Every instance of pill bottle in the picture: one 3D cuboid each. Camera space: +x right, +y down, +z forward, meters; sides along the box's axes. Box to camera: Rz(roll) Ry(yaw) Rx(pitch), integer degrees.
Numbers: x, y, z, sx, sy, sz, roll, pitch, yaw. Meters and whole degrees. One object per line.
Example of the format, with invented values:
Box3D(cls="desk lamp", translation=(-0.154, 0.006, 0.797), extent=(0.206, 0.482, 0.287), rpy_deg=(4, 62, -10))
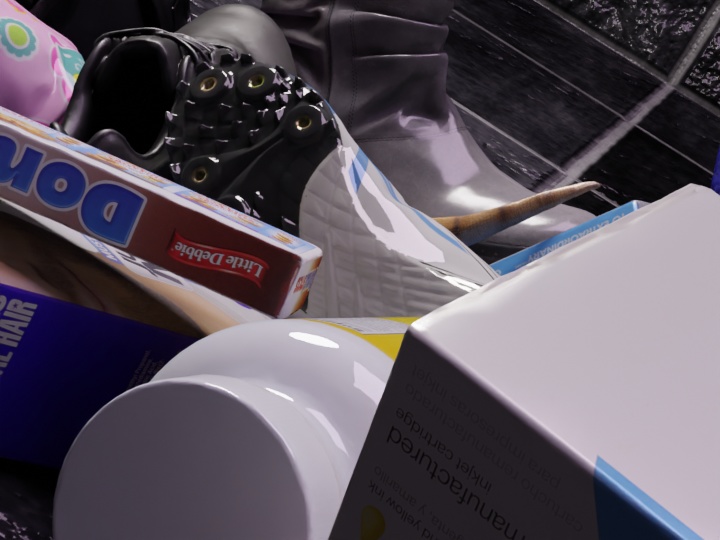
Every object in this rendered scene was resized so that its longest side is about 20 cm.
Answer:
Box3D(cls="pill bottle", translation=(-0.008, 0.070, 0.779), extent=(0.112, 0.112, 0.200), rpy_deg=(36, 14, 20))

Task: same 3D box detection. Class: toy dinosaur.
Box3D(cls="toy dinosaur", translation=(-0.014, -0.015, 1.057), extent=(0.200, 0.106, 0.060), rpy_deg=(17, -4, 34))

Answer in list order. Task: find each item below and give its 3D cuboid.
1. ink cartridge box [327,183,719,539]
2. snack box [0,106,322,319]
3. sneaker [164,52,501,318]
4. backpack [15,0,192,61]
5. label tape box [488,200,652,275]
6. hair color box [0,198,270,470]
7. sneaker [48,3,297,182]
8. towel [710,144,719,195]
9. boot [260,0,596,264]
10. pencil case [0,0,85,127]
Box3D(cls="ink cartridge box", translation=(0.067, 0.106, 0.660), extent=(0.129, 0.200, 0.125), rpy_deg=(38, 38, 25))
Box3D(cls="snack box", translation=(-0.109, -0.036, 0.818), extent=(0.200, 0.024, 0.072), rpy_deg=(24, 3, 3))
Box3D(cls="sneaker", translation=(0.000, 0.000, 0.941), extent=(0.200, 0.072, 0.072), rpy_deg=(46, -6, 21))
Box3D(cls="backpack", translation=(-0.166, -0.181, 1.171), extent=(0.154, 0.191, 0.200), rpy_deg=(7, 5, 17))
Box3D(cls="label tape box", translation=(0.076, 0.026, 1.056), extent=(0.200, 0.143, 0.066), rpy_deg=(11, 58, -59))
Box3D(cls="hair color box", translation=(-0.116, 0.013, 0.856), extent=(0.200, 0.065, 0.109), rpy_deg=(16, 19, -45))
Box3D(cls="sneaker", translation=(-0.073, -0.064, 1.024), extent=(0.076, 0.091, 0.200), rpy_deg=(4, 34, 14))
Box3D(cls="towel", translation=(0.193, 0.025, 1.020), extent=(0.148, 0.050, 0.200), rpy_deg=(36, 24, -5))
Box3D(cls="boot", translation=(0.029, -0.079, 1.150), extent=(0.200, 0.132, 0.070), rpy_deg=(18, 6, 19))
Box3D(cls="pencil case", translation=(-0.197, -0.118, 1.011), extent=(0.200, 0.087, 0.087), rpy_deg=(46, 9, -16))
